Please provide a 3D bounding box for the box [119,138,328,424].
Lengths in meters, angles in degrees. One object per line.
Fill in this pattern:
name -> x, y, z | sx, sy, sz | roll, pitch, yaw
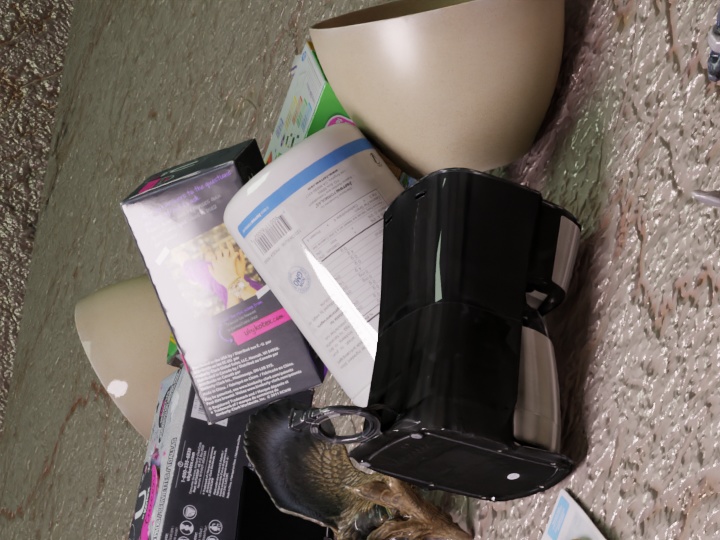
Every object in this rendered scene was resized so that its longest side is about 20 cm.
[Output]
box -> -0.107, 0.007, 1.650 | 0.122, 0.106, 0.200 | -67, -42, -77

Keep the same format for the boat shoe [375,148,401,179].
boat shoe -> -0.016, -0.081, 1.824 | 0.069, 0.071, 0.200 | -98, 29, -49

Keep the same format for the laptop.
laptop -> -0.093, 0.303, 1.722 | 0.200, 0.116, 0.188 | 130, 151, -53

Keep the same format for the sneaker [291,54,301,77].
sneaker -> -0.036, -0.158, 2.032 | 0.200, 0.073, 0.114 | -146, 69, -72

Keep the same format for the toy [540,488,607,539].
toy -> 0.122, 0.219, 1.251 | 0.200, 0.047, 0.115 | -134, 63, -69

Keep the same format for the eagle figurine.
eagle figurine -> 0.001, 0.179, 1.534 | 0.200, 0.151, 0.152 | -1, 93, 61

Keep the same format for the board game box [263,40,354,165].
board game box -> -0.055, -0.090, 1.765 | 0.153, 0.040, 0.200 | -110, 39, -68

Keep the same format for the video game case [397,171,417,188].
video game case -> 0.024, -0.030, 1.815 | 0.182, 0.023, 0.200 | -112, 42, -63

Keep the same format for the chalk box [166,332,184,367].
chalk box -> -0.103, 0.019, 1.978 | 0.200, 0.125, 0.124 | 133, 147, -59

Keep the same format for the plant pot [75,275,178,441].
plant pot -> -0.192, 0.081, 2.132 | 0.134, 0.200, 0.200 | -33, 29, 9

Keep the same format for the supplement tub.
supplement tub -> 0.000, 0.000, 1.518 | 0.132, 0.200, 0.132 | -36, -6, -4

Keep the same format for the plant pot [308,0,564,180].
plant pot -> 0.071, -0.146, 1.547 | 0.200, 0.200, 0.135 | -152, 48, -72

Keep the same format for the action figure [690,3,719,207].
action figure -> 0.250, -0.128, 1.147 | 0.200, 0.104, 0.194 | 78, -151, -73

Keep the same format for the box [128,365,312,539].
box -> -0.141, 0.203, 1.927 | 0.115, 0.132, 0.200 | 145, 138, -61

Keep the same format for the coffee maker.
coffee maker -> 0.062, 0.036, 1.359 | 0.135, 0.192, 0.200 | -16, 58, 37
